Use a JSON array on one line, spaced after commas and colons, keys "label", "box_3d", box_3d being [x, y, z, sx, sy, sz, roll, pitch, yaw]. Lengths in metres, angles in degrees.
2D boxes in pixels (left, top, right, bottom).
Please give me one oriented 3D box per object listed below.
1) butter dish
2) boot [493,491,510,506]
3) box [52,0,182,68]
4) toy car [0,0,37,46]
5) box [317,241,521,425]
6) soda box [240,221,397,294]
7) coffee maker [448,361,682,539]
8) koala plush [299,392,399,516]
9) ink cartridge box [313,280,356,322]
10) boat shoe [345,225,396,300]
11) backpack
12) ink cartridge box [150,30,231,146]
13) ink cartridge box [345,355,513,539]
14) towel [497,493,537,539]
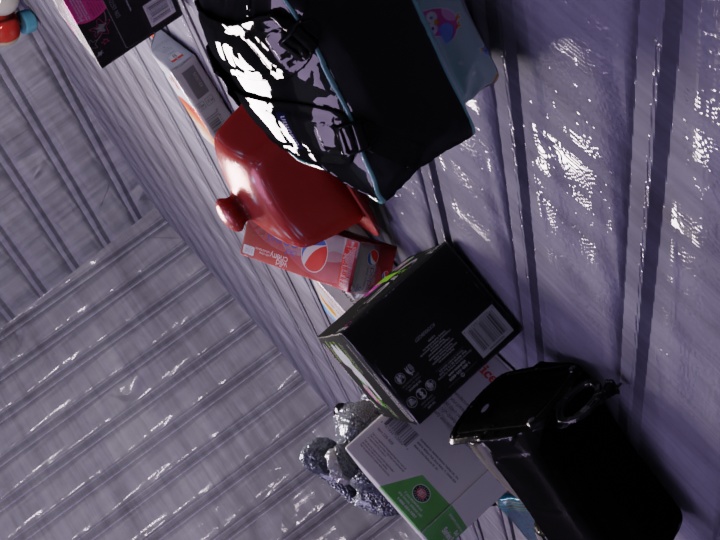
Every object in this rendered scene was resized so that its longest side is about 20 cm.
[{"label": "butter dish", "box_3d": [-0.100, -0.102, 1.474, 0.200, 0.148, 0.200, 56, 169, -33]}, {"label": "boot", "box_3d": [0.232, 0.338, 1.858, 0.200, 0.066, 0.165, 36, 165, 43]}, {"label": "box", "box_3d": [-0.313, -0.364, 1.539, 0.115, 0.132, 0.200, 51, 171, 22]}, {"label": "toy car", "box_3d": [-0.924, -0.688, 3.266, 0.177, 0.184, 0.200, 49, 142, 15]}, {"label": "box", "box_3d": [0.056, 0.068, 1.370, 0.124, 0.148, 0.200, 50, 170, -3]}, {"label": "soda box", "box_3d": [-0.053, -0.024, 1.566, 0.199, 0.064, 0.070, 20, -171, 42]}, {"label": "coffee maker", "box_3d": [0.205, 0.199, 1.210, 0.200, 0.135, 0.192, 53, 170, -14]}, {"label": "koala plush", "box_3d": [0.021, 0.235, 1.754, 0.184, 0.177, 0.200, 43, 167, 21]}, {"label": "ink cartridge box", "box_3d": [-0.007, 0.039, 1.814, 0.115, 0.068, 0.200, 47, 170, 23]}, {"label": "boat shoe", "box_3d": [0.000, 0.000, 1.627, 0.200, 0.068, 0.072, 50, 171, 8]}, {"label": "backpack", "box_3d": [-0.018, -0.154, 0.859, 0.200, 0.153, 0.176, 14, 141, 59]}, {"label": "ink cartridge box", "box_3d": [-0.267, -0.278, 1.907, 0.200, 0.050, 0.163, 36, 163, 47]}, {"label": "ink cartridge box", "box_3d": [0.108, 0.195, 1.463, 0.146, 0.200, 0.084, 44, 172, 36]}, {"label": "towel", "box_3d": [0.273, 0.351, 1.663, 0.147, 0.022, 0.200, 53, 155, -18]}]
